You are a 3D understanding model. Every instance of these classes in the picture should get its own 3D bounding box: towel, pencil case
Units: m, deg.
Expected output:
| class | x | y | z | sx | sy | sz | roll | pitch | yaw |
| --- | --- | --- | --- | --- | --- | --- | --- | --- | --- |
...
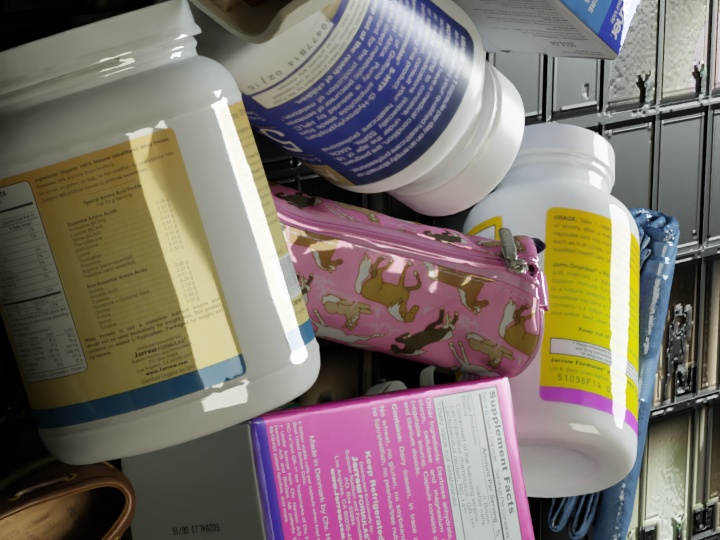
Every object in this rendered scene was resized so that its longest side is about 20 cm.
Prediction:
| class | x | y | z | sx | sy | sz | roll | pitch | yaw |
| --- | --- | --- | --- | --- | --- | --- | --- | --- | --- |
| towel | 0.156 | 0.064 | 1.722 | 0.112 | 0.048 | 0.201 | -31 | 130 | -79 |
| pencil case | 0.000 | 0.000 | 1.500 | 0.199 | 0.083 | 0.087 | 13 | 107 | -13 |

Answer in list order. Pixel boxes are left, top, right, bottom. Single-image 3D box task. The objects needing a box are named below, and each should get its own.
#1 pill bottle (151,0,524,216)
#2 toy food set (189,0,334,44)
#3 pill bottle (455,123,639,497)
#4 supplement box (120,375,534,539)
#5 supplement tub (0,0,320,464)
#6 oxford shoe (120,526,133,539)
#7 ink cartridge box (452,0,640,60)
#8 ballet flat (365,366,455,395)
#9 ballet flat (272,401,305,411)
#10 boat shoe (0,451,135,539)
| class | x | y | z | sx | sy | sz | roll | pitch | yaw |
| --- | --- | --- | --- | --- | --- | --- | --- | --- | --- |
| pill bottle | -0.005 | -0.110 | 1.494 | 0.200 | 0.119 | 0.120 | 35 | 77 | -43 |
| toy food set | -0.057 | -0.206 | 1.381 | 0.143 | 0.200 | 0.061 | -35 | 153 | -32 |
| pill bottle | 0.108 | 0.021 | 1.612 | 0.104 | 0.104 | 0.201 | 32 | 53 | -44 |
| supplement box | -0.014 | 0.119 | 1.466 | 0.200 | 0.101 | 0.104 | -5 | 86 | -47 |
| supplement tub | -0.112 | -0.020 | 1.374 | 0.144 | 0.144 | 0.201 | -21 | 96 | -38 |
| oxford shoe | -0.143 | 0.161 | 1.463 | 0.200 | 0.074 | 0.071 | -52 | 169 | -51 |
| ink cartridge box | 0.066 | -0.179 | 1.529 | 0.200 | 0.136 | 0.077 | 39 | 68 | -42 |
| ballet flat | 0.035 | 0.091 | 1.638 | 0.200 | 0.070 | 0.066 | -14 | 84 | -44 |
| ballet flat | -0.074 | 0.163 | 1.533 | 0.069 | 0.069 | 0.201 | 27 | 79 | -44 |
| boat shoe | -0.193 | 0.154 | 1.367 | 0.200 | 0.068 | 0.072 | -36 | 102 | -22 |
